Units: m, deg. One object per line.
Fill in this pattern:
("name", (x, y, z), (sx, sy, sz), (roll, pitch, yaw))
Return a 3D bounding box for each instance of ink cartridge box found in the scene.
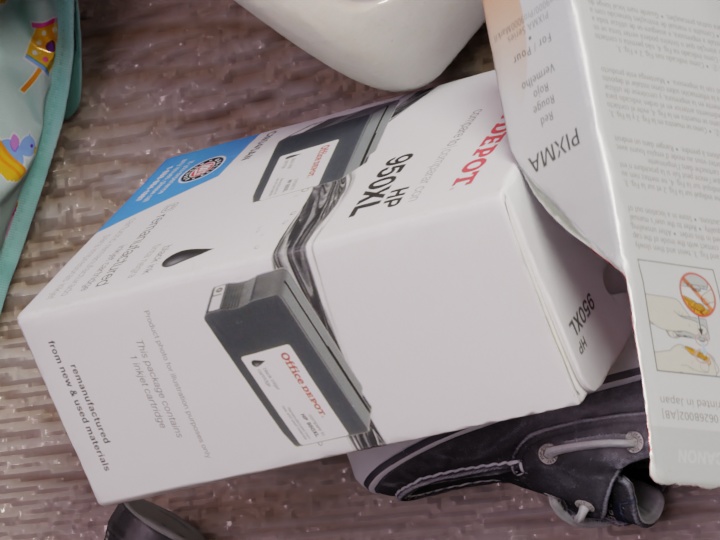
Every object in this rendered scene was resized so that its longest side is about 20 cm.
("ink cartridge box", (0.000, 0.000, 1.018), (0.199, 0.145, 0.085), (-14, 110, 27))
("ink cartridge box", (0.127, -0.014, 0.946), (0.050, 0.161, 0.201), (-28, 62, 48))

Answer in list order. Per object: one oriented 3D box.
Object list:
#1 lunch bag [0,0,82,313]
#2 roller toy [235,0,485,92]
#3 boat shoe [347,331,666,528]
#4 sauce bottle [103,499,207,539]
("lunch bag", (-0.213, -0.072, 1.170), (0.170, 0.122, 0.201), (24, 99, 30))
("roller toy", (-0.007, -0.169, 1.038), (0.200, 0.182, 0.140), (45, 103, 26))
("boat shoe", (0.088, 0.062, 1.019), (0.199, 0.072, 0.068), (-18, 78, 22))
("sauce bottle", (-0.123, 0.185, 1.112), (0.065, 0.065, 0.201), (33, 96, 28))
